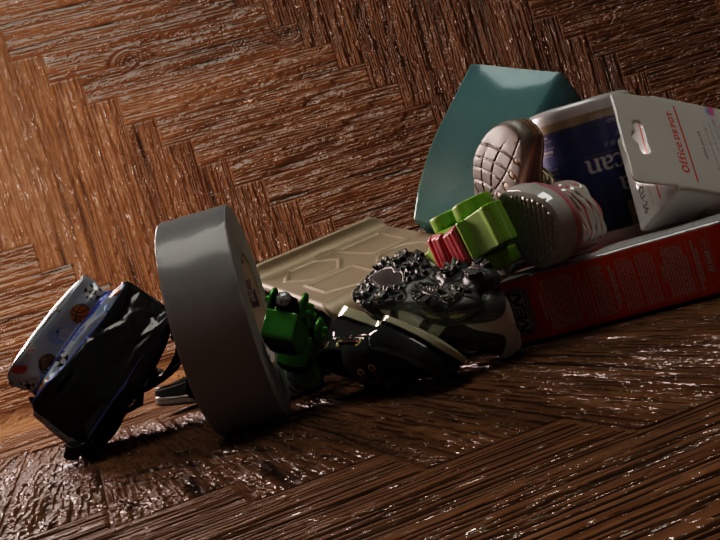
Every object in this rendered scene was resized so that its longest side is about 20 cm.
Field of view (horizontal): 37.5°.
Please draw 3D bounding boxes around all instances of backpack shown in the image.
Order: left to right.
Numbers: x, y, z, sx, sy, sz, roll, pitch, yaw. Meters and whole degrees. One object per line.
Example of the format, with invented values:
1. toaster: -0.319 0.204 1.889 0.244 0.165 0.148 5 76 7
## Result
1. backpack: -0.293 0.109 1.168 0.200 0.154 0.191 -51 -4 -22

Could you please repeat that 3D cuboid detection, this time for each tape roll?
1. tape roll: -0.122 0.044 0.959 0.066 0.201 0.200 -17 1 0

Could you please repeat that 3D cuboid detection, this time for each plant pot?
1. plant pot: 0.161 -0.109 1.215 0.141 0.141 0.200 19 73 47

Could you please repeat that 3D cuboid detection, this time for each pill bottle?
1. pill bottle: 0.249 -0.076 1.094 0.111 0.201 0.111 -16 3 1

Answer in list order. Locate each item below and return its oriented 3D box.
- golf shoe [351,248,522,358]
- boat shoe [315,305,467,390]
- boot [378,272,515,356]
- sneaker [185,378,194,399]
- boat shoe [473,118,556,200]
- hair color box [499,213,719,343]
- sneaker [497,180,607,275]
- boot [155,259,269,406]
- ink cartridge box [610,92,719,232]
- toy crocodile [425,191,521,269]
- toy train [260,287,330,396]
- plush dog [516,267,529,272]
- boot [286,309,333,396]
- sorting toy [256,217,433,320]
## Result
1. golf shoe: 0.064 0.037 0.940 0.078 0.095 0.200 -45 24 -16
2. boat shoe: 0.024 0.075 0.905 0.063 0.074 0.201 -60 23 -11
3. boot: 0.110 0.030 1.084 0.175 0.066 0.200 -8 9 37
4. sneaker: -0.161 0.105 1.206 0.111 0.077 0.200 -12 16 -35
5. boat shoe: 0.157 -0.083 1.061 0.072 0.076 0.200 -21 -28 -16
6. hair color box: 0.231 0.007 0.942 0.200 0.061 0.101 -16 1 24
7. sneaker: 0.177 -0.049 0.940 0.104 0.076 0.200 -23 -3 -9
8. boot: -0.180 0.081 1.345 0.199 0.151 0.073 -17 1 -2
9. ink cartridge box: 0.319 -0.093 0.999 0.199 0.117 0.068 8 -38 -16
10. toy crocodile: 0.093 -0.024 0.957 0.062 0.068 0.200 -24 -1 -12
11. toy train: -0.055 0.071 0.986 0.042 0.057 0.200 9 -19 12
12. plush dog: 0.236 -0.080 1.362 0.200 0.160 0.172 -18 41 41
13. boot: -0.028 0.062 1.139 0.090 0.073 0.200 -17 20 25
14. sorting toy: 0.000 0.000 1.167 0.185 0.037 0.200 -24 24 -25
